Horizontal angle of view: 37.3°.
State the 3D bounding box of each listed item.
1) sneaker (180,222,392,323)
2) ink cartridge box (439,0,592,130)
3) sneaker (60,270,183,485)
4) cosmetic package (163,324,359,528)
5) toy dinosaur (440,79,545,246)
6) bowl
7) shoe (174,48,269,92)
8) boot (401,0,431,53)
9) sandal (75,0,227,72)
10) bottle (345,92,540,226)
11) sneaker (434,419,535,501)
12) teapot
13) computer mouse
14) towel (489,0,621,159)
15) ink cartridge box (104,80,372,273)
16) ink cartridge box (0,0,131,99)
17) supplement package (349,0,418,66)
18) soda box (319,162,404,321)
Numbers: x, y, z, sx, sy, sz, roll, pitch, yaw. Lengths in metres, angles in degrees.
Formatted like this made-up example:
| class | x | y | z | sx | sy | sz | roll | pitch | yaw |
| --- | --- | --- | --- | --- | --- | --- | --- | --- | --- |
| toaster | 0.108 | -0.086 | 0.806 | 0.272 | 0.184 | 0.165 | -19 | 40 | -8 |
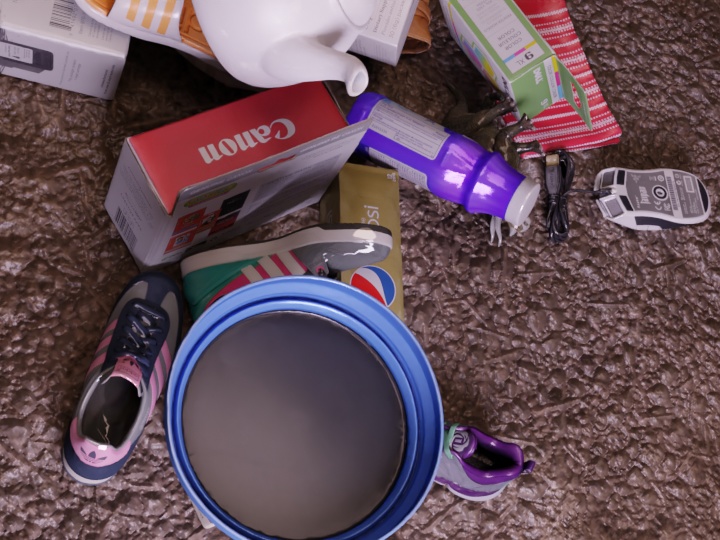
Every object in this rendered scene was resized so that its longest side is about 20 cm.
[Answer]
| class | x | y | z | sx | sy | sz | roll | pitch | yaw |
| --- | --- | --- | --- | --- | --- | --- | --- | --- | --- |
| sneaker | -0.063 | 0.031 | 0.945 | 0.200 | 0.084 | 0.121 | -12 | 74 | 16 |
| ink cartridge box | 0.162 | -0.224 | 1.135 | 0.059 | 0.104 | 0.200 | -34 | 68 | 3 |
| sneaker | -0.192 | 0.080 | 0.904 | 0.070 | 0.082 | 0.200 | 19 | 62 | -13 |
| cosmetic package | -0.087 | 0.131 | 0.857 | 0.087 | 0.200 | 0.103 | -20 | 75 | -26 |
| toy dinosaur | 0.125 | -0.135 | 1.124 | 0.102 | 0.077 | 0.200 | -35 | 68 | 2 |
| bowl | -0.040 | 0.103 | 0.748 | 0.201 | 0.039 | 0.201 | 8 | 66 | -18 |
| shoe | -0.136 | -0.227 | 1.077 | 0.200 | 0.053 | 0.070 | 28 | 48 | -24 |
| boot | -0.014 | -0.312 | 1.154 | 0.200 | 0.074 | 0.155 | -2 | 75 | -16 |
| sandal | -0.162 | -0.247 | 0.989 | 0.207 | 0.059 | 0.079 | 18 | 61 | -29 |
| bottle | 0.080 | -0.109 | 1.060 | 0.200 | 0.084 | 0.065 | 29 | 92 | 18 |
| sneaker | 0.058 | 0.148 | 0.970 | 0.200 | 0.088 | 0.074 | 19 | 62 | -13 |
| teapot | -0.048 | -0.258 | 0.906 | 0.197 | 0.146 | 0.200 | -58 | 136 | -62 |
| computer mouse | 0.294 | -0.076 | 1.189 | 0.200 | 0.044 | 0.110 | 4 | 62 | -14 |
| towel | 0.210 | -0.228 | 1.232 | 0.145 | 0.022 | 0.200 | -12 | 73 | -25 |
| ink cartridge box | -0.111 | -0.097 | 0.959 | 0.200 | 0.176 | 0.084 | -25 | 79 | -29 |
| ink cartridge box | -0.315 | -0.262 | 1.002 | 0.200 | 0.083 | 0.145 | 12 | 64 | -17 |
| supplement package | -0.039 | -0.299 | 1.063 | 0.200 | 0.120 | 0.121 | 19 | 93 | 1 |
| soda box | 0.000 | 0.000 | 1.023 | 0.064 | 0.068 | 0.200 | 6 | 66 | -18 |
